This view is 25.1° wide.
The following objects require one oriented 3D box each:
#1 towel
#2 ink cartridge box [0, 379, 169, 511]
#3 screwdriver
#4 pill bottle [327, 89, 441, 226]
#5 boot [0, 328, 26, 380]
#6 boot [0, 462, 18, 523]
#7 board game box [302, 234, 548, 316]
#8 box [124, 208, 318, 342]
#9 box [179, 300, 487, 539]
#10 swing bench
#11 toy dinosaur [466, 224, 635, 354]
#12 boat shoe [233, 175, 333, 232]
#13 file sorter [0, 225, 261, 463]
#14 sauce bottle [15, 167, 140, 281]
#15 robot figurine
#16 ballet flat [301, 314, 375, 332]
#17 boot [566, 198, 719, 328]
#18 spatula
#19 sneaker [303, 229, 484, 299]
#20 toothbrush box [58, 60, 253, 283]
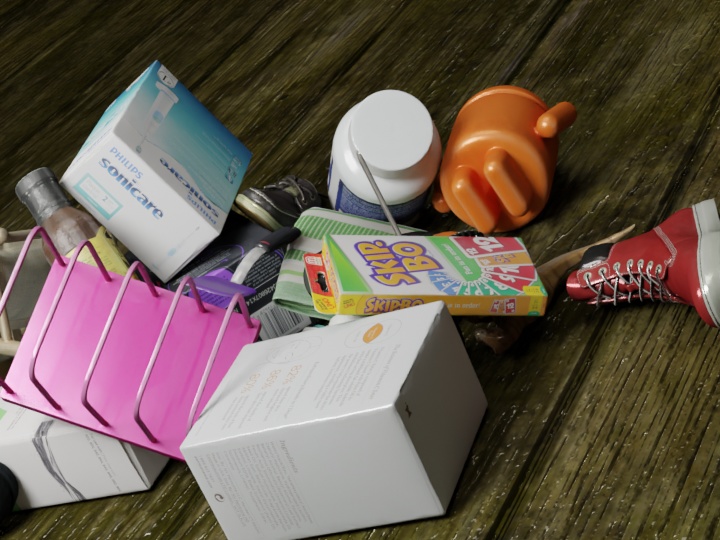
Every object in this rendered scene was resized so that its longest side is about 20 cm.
[{"bbox_3d":[0.000,0.000,1.572,0.151,0.024,0.201,13,29,-2],"label":"towel"},{"bbox_3d":[-0.265,0.146,1.541,0.198,0.085,0.146,-12,27,28],"label":"ink cartridge box"},{"bbox_3d":[0.045,-0.017,1.437,0.029,0.202,0.028,-14,13,41],"label":"screwdriver"},{"bbox_3d":[0.024,-0.111,1.651,0.110,0.112,0.200,-29,-11,-10],"label":"pill bottle"},{"bbox_3d":[-0.406,0.070,1.853,0.198,0.073,0.156,-13,26,22],"label":"boot"},{"bbox_3d":[-0.408,0.263,1.455,0.197,0.074,0.163,-26,20,16],"label":"boot"},{"bbox_3d":[0.053,0.004,1.385,0.197,0.030,0.096,-2,33,-10],"label":"board game box"},{"bbox_3d":[-0.146,0.017,1.664,0.122,0.107,0.200,-31,24,-14],"label":"box"},{"bbox_3d":[-0.018,0.126,1.313,0.198,0.107,0.153,-13,25,27],"label":"box"},{"bbox_3d":[-0.354,0.030,1.625,0.198,0.131,0.198,-12,-1,30],"label":"swing bench"},{"bbox_3d":[0.152,0.017,1.460,0.105,0.061,0.200,23,48,30],"label":"toy dinosaur"},{"bbox_3d":[-0.075,-0.069,1.706,0.065,0.073,0.200,-54,-14,5],"label":"boat shoe"},{"bbox_3d":[-0.204,0.062,1.384,0.198,0.126,0.140,17,72,7],"label":"file sorter"},{"bbox_3d":[-0.254,-0.007,1.507,0.064,0.201,0.065,-33,-13,-9],"label":"sauce bottle"},{"bbox_3d":[0.145,-0.116,1.647,0.115,0.145,0.201,19,31,1],"label":"robot figurine"},{"bbox_3d":[-0.021,0.080,1.438,0.069,0.070,0.200,-34,5,-20],"label":"ballet flat"},{"bbox_3d":[0.242,0.013,1.343,0.143,0.073,0.200,-20,16,12],"label":"boot"},{"bbox_3d":[-0.099,-0.009,1.498,0.056,0.021,0.200,17,26,17],"label":"spatula"},{"bbox_3d":[0.022,0.003,1.494,0.198,0.071,0.090,-9,4,-32],"label":"sneaker"},{"bbox_3d":[-0.201,-0.103,1.633,0.085,0.146,0.201,-39,18,22],"label":"toothbrush box"}]
